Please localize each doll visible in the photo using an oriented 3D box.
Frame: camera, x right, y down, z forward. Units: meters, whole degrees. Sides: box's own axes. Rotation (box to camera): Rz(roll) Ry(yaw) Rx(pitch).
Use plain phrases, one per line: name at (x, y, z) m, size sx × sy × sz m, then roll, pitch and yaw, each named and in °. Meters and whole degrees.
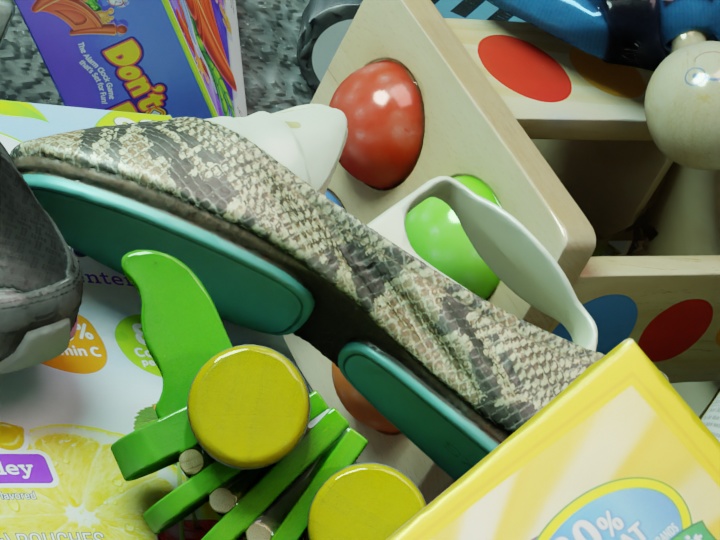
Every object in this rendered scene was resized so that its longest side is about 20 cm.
doll at (0.087, -0.115, 0.875) m, size 0.136 × 0.049 × 0.201 m, roll -7°, pitch 59°, yaw -13°

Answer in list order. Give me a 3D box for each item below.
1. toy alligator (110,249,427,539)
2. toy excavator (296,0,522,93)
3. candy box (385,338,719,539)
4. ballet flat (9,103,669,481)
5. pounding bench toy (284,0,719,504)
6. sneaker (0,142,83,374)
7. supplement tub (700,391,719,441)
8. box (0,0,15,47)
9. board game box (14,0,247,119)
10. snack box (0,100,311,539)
toy alligator at (-0.002, 0.079, 0.689) m, size 0.200 × 0.054 × 0.059 m, roll 45°, pitch -6°, yaw 4°
toy excavator at (0.033, -0.162, 1.004) m, size 0.194 × 0.200 × 0.100 m, roll 24°, pitch 33°, yaw -8°
candy box at (0.023, 0.113, 0.634) m, size 0.200 × 0.026 × 0.102 m, roll -38°, pitch 82°, yaw -22°
ballet flat at (0.000, 0.000, 0.763) m, size 0.200 × 0.068 × 0.075 m, roll 32°, pitch 69°, yaw -5°
pounding bench toy at (0.072, 0.018, 0.865) m, size 0.156 × 0.124 × 0.200 m, roll -1°, pitch 44°, yaw -37°
sneaker at (-0.140, -0.057, 0.716) m, size 0.200 × 0.096 × 0.079 m, roll 44°, pitch 38°, yaw 21°
supplement tub at (0.168, 0.062, 0.755) m, size 0.144 × 0.200 × 0.145 m, roll 35°, pitch -8°, yaw 6°
box at (-0.189, -0.124, 0.899) m, size 0.095 × 0.078 × 0.200 m, roll 6°, pitch 40°, yaw -32°
board game box at (-0.083, -0.123, 0.932) m, size 0.045 × 0.135 × 0.200 m, roll -16°, pitch 40°, yaw 7°
snack box at (-0.103, 0.035, 0.764) m, size 0.168 × 0.068 × 0.200 m, roll 3°, pitch 41°, yaw -34°
